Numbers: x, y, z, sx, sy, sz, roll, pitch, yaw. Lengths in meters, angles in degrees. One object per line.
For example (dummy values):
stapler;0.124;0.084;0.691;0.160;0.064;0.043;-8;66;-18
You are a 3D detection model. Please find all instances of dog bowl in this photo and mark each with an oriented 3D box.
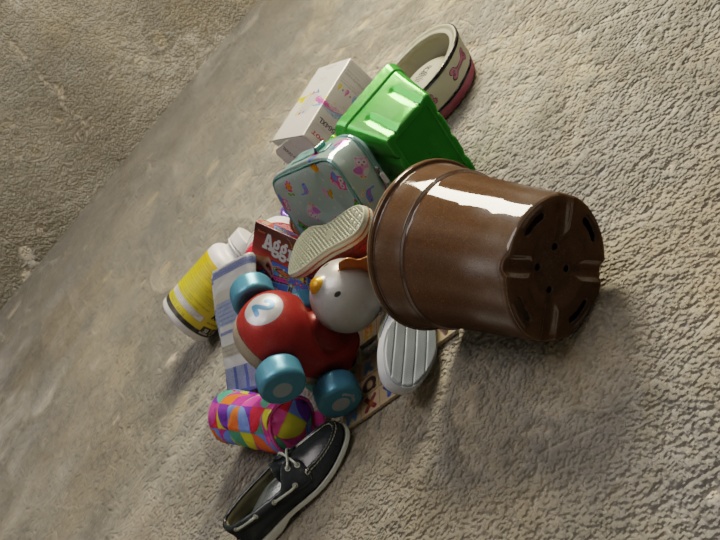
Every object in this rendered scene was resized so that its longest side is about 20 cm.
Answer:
dog bowl;0.108;-0.314;1.529;0.199;0.074;0.201;-39;28;25

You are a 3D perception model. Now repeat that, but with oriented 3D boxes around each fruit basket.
fruit basket;0.038;-0.182;1.319;0.156;0.216;0.215;-49;26;-9

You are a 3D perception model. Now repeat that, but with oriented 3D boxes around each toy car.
toy car;-0.047;0.044;1.152;0.201;0.175;0.185;-51;40;23

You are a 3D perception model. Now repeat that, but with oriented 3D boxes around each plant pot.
plant pot;0.143;-0.016;0.989;0.197;0.200;0.202;13;67;52

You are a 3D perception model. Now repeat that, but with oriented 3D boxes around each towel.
towel;-0.178;0.083;1.368;0.146;0.024;0.203;-23;74;56

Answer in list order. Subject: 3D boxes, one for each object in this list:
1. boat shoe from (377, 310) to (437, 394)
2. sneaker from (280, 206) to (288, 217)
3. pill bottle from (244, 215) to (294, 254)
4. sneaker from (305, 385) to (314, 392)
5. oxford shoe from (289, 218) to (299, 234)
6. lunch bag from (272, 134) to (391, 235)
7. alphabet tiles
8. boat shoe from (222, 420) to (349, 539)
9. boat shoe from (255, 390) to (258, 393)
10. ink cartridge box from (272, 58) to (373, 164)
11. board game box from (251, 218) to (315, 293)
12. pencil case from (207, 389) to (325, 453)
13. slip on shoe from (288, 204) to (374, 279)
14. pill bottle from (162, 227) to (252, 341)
boat shoe;0.056;0.080;1.130;0.201;0.071;0.062;-75;12;-46
sneaker;-0.063;-0.115;1.543;0.199;0.083;0.081;-28;35;37
pill bottle;-0.136;-0.012;1.487;0.112;0.112;0.201;-42;19;17
sneaker;-0.094;0.106;1.315;0.072;0.080;0.200;-49;29;4
oxford shoe;-0.024;-0.104;1.441;0.198;0.071;0.075;-29;36;9
lunch bag;-0.032;-0.105;1.280;0.077;0.162;0.199;-40;16;-31
alphabet tiles;0.047;0.100;1.184;0.199;0.008;0.168;-39;29;25
boat shoe;-0.093;0.264;1.141;0.201;0.060;0.076;-52;26;-1
boat shoe;-0.163;0.116;1.438;0.077;0.071;0.201;-56;22;22
ink cartridge box;-0.054;-0.260;1.659;0.125;0.128;0.202;3;59;58
board game box;-0.080;0.007;1.314;0.198;0.019;0.104;24;115;30
pencil case;-0.136;0.209;1.260;0.199;0.088;0.089;-4;52;54
slip on shoe;-0.034;-0.029;1.218;0.199;0.061;0.075;-25;47;48
pill bottle;-0.257;0.022;1.649;0.200;0.111;0.112;-47;27;10
